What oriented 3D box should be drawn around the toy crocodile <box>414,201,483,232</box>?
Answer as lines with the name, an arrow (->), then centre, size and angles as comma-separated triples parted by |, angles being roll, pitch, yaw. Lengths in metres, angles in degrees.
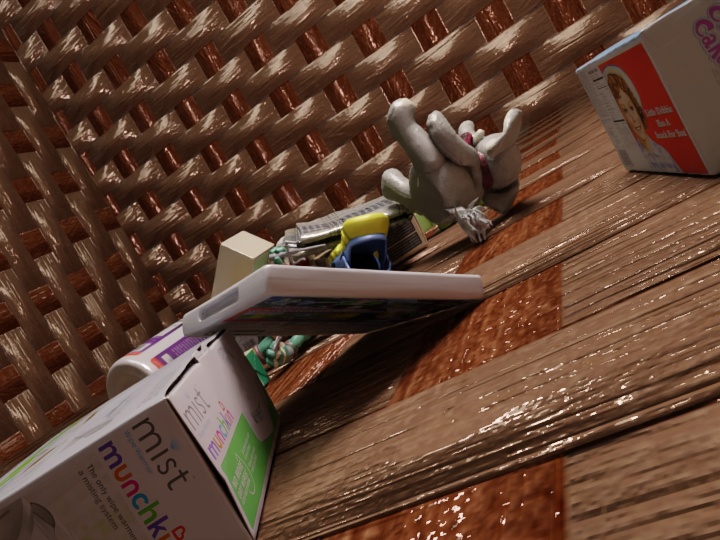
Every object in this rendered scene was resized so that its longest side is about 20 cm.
toy crocodile -> 0.165, -0.125, 1.041 | 0.197, 0.068, 0.062 | -31, 6, 4

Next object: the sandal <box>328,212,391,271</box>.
sandal -> 0.000, 0.000, 0.831 | 0.077, 0.089, 0.201 | -8, -17, -7

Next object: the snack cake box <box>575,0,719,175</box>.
snack cake box -> 0.258, -0.149, 0.515 | 0.066, 0.117, 0.200 | -29, 6, 11

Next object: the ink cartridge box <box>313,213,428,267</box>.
ink cartridge box -> 0.011, -0.031, 1.047 | 0.163, 0.076, 0.200 | -31, 5, -8

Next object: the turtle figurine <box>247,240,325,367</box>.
turtle figurine -> -0.098, 0.062, 0.761 | 0.198, 0.100, 0.152 | -31, 46, 26

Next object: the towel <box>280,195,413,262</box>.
towel -> -0.029, -0.074, 0.935 | 0.195, 0.035, 0.193 | -19, 16, -2

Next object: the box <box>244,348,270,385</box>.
box -> -0.205, 0.168, 0.674 | 0.197, 0.049, 0.117 | -28, 7, 16

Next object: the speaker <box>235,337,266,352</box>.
speaker -> -0.142, 0.075, 0.937 | 0.080, 0.082, 0.200 | -30, 7, 13

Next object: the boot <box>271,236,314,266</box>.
boot -> -0.143, 0.034, 1.091 | 0.200, 0.071, 0.147 | 121, 171, -66

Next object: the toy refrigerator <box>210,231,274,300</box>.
toy refrigerator -> -0.202, 0.048, 1.015 | 0.076, 0.069, 0.204 | -44, -26, -63

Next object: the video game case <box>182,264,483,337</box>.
video game case -> -0.027, 0.030, 0.513 | 0.196, 0.024, 0.181 | 3, -16, -34

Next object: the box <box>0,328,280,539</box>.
box -> -0.153, 0.136, 0.404 | 0.174, 0.098, 0.200 | -31, 5, -2

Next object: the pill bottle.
pill bottle -> -0.267, 0.139, 0.906 | 0.110, 0.113, 0.200 | -28, 7, 30

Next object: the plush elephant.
plush elephant -> 0.138, -0.139, 0.790 | 0.153, 0.200, 0.167 | -32, -33, -22
